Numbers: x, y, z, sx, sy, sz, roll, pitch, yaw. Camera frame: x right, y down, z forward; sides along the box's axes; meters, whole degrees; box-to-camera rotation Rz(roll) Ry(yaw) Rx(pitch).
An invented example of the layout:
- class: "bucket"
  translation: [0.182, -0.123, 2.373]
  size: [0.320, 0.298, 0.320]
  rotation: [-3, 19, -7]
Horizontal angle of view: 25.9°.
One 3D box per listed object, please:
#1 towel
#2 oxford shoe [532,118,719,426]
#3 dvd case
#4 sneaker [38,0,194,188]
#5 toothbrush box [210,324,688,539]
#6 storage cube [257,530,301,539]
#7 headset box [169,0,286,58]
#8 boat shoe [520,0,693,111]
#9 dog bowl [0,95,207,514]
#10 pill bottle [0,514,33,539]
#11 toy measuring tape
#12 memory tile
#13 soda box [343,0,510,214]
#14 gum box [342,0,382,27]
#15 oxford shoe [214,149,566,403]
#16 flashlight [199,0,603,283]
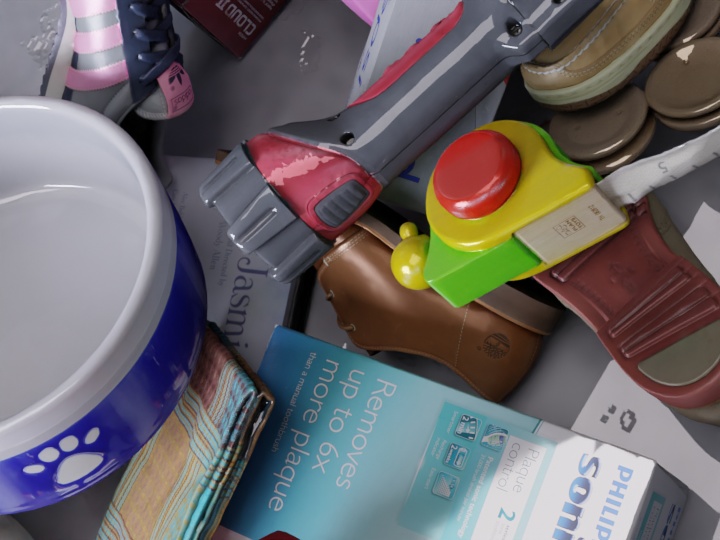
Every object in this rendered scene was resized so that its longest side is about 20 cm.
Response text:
- class: "towel"
  translation: [-0.105, 0.129, 0.761]
  size: [0.201, 0.022, 0.147]
  rotation: [-65, 20, 4]
- class: "oxford shoe"
  translation: [0.127, 0.004, 0.738]
  size: [0.070, 0.075, 0.200]
  rotation: [-37, 44, 13]
- class: "dvd case"
  translation: [-0.119, 0.005, 0.866]
  size: [0.199, 0.018, 0.144]
  rotation: [6, 76, 24]
- class: "sneaker"
  translation: [-0.114, -0.126, 0.811]
  size: [0.082, 0.201, 0.070]
  rotation: [35, 47, 18]
- class: "toothbrush box"
  translation: [0.032, 0.130, 0.728]
  size: [0.199, 0.085, 0.147]
  rotation: [19, 83, 25]
- class: "storage cube"
  translation: [-0.030, 0.233, 0.600]
  size: [0.170, 0.180, 0.201]
  rotation: [21, 109, 25]
- class: "headset box"
  translation: [-0.079, -0.232, 0.888]
  size: [0.149, 0.077, 0.200]
  rotation: [41, 93, 27]
- class: "boat shoe"
  translation: [0.129, -0.169, 0.751]
  size: [0.071, 0.076, 0.200]
  rotation: [12, 60, 42]
- class: "dog bowl"
  translation: [-0.179, 0.015, 0.773]
  size: [0.199, 0.079, 0.201]
  rotation: [-7, 57, 11]
- class: "pill bottle"
  translation: [-0.260, 0.205, 0.812]
  size: [0.112, 0.112, 0.201]
  rotation: [28, 87, 27]
- class: "toy measuring tape"
  translation: [0.096, -0.050, 0.696]
  size: [0.199, 0.073, 0.074]
  rotation: [-29, 65, 22]
- class: "memory tile"
  translation: [0.175, -0.131, 0.754]
  size: [0.199, 0.017, 0.154]
  rotation: [-24, 42, 15]
- class: "soda box"
  translation: [0.047, -0.130, 0.759]
  size: [0.068, 0.063, 0.201]
  rotation: [17, 108, -8]
- class: "gum box"
  translation: [0.046, -0.214, 0.802]
  size: [0.200, 0.113, 0.066]
  rotation: [-43, 24, 6]
- class: "oxford shoe"
  translation: [0.000, 0.000, 0.783]
  size: [0.199, 0.071, 0.072]
  rotation: [31, 103, 20]
- class: "flashlight"
  translation: [0.019, -0.082, 0.711]
  size: [0.200, 0.068, 0.068]
  rotation: [-43, 91, 8]
